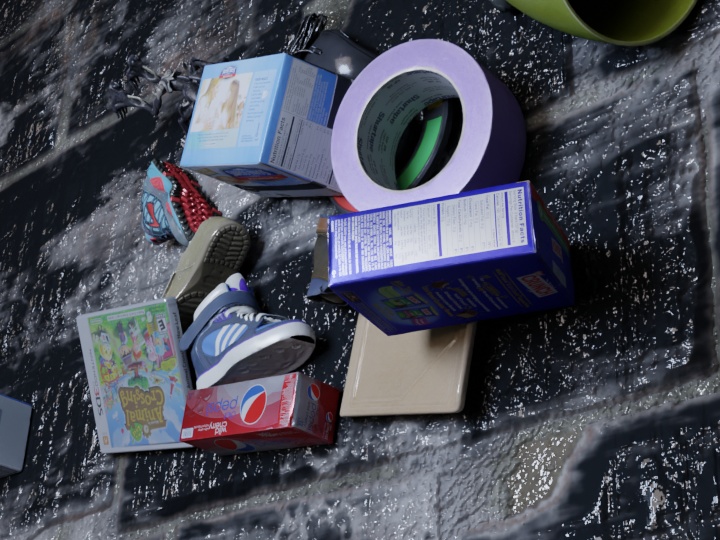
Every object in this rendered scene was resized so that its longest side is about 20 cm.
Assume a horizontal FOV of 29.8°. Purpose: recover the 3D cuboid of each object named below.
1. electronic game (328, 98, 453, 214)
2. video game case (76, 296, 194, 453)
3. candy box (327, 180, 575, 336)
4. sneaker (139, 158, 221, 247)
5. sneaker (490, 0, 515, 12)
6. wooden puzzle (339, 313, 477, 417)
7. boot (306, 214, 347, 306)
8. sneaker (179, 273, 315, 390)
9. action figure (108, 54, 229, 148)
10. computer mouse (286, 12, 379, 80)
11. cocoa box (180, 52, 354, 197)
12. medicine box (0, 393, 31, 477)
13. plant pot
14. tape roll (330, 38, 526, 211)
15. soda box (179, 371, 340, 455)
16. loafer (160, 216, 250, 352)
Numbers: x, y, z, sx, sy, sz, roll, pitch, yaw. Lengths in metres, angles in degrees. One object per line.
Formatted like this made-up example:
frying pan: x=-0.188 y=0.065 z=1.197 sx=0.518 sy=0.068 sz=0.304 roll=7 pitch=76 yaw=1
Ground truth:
electronic game: x=0.030 y=-0.153 z=1.564 sx=0.198 sy=0.041 sz=0.203 roll=-24 pitch=54 yaw=38
video game case: x=-0.282 y=0.136 z=1.708 sx=0.198 sy=0.022 sz=0.185 roll=-11 pitch=90 yaw=44
candy box: x=0.088 y=-0.008 z=1.274 sx=0.197 sy=0.169 sz=0.078 roll=-9 pitch=69 yaw=18
sneaker: x=-0.246 y=-0.067 z=1.811 sx=0.096 sy=0.078 sz=0.200 roll=-62 pitch=30 yaw=17
sneaker: x=0.189 y=-0.382 z=1.484 sx=0.084 sy=0.074 sz=0.203 roll=14 pitch=91 yaw=29
wooden puzzle: x=0.060 y=0.063 z=1.426 sx=0.199 sy=0.037 sz=0.188 roll=-12 pitch=61 yaw=50
boot: x=0.000 y=0.000 z=1.458 sx=0.199 sy=0.074 sz=0.098 roll=17 pitch=91 yaw=66
sneaker: x=-0.133 y=0.056 z=1.602 sx=0.199 sy=0.080 sz=0.149 roll=-33 pitch=53 yaw=40
action figure: x=-0.241 y=-0.241 z=1.868 sx=0.197 sy=0.102 sz=0.120 roll=12 pitch=68 yaw=23
computer mouse: x=-0.061 y=-0.246 z=1.709 sx=0.141 sy=0.046 sz=0.200 roll=-57 pitch=40 yaw=8
cocoa box: x=-0.103 y=-0.168 z=1.602 sx=0.199 sy=0.130 sz=0.136 roll=5 pitch=80 yaw=55
medicine box: x=-0.607 y=0.234 z=1.951 sx=0.198 sy=0.181 sz=0.104 roll=-19 pitch=56 yaw=40
plant pot: x=0.216 y=-0.318 z=1.363 sx=0.199 sy=0.185 sz=0.190 roll=15 pitch=81 yaw=65
tape roll: x=0.071 y=-0.136 z=1.441 sx=0.197 sy=0.085 sz=0.203 roll=-10 pitch=71 yaw=30
soda box: x=-0.116 y=0.165 z=1.534 sx=0.198 sy=0.070 sz=0.064 roll=-13 pitch=60 yaw=44
loafer: x=-0.204 y=0.017 z=1.710 sx=0.201 sy=0.075 sz=0.068 roll=-57 pitch=30 yaw=14
